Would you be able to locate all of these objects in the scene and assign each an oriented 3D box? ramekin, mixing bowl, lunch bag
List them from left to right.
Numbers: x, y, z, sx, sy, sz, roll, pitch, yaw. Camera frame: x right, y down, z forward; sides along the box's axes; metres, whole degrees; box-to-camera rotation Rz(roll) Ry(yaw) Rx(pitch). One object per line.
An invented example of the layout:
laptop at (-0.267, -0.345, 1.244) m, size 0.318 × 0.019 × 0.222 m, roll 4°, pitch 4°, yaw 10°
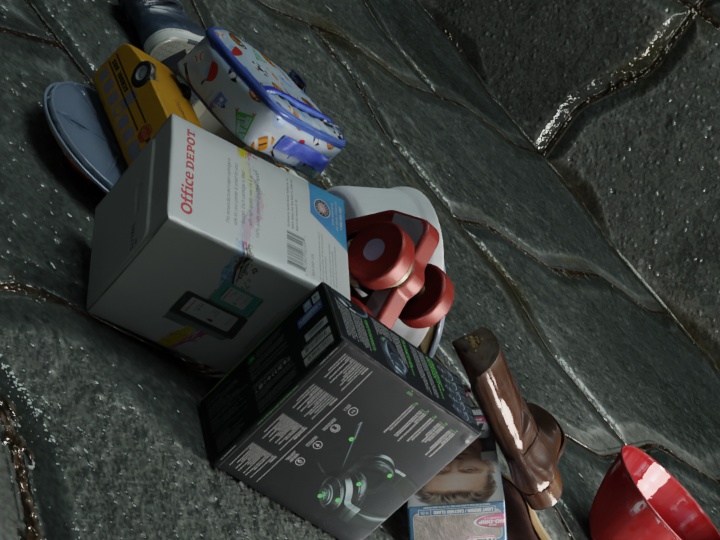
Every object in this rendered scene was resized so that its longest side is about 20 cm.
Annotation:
lunch bag at (-0.101, -0.178, 1.840) m, size 0.160 × 0.076 × 0.200 m, roll 47°, pitch 12°, yaw 24°
ramekin at (0.000, 0.000, 1.876) m, size 0.097 × 0.201 × 0.201 m, roll 8°, pitch 34°, yaw -28°
mixing bowl at (0.361, 0.331, 2.135) m, size 0.200 × 0.108 × 0.200 m, roll 42°, pitch 16°, yaw -15°

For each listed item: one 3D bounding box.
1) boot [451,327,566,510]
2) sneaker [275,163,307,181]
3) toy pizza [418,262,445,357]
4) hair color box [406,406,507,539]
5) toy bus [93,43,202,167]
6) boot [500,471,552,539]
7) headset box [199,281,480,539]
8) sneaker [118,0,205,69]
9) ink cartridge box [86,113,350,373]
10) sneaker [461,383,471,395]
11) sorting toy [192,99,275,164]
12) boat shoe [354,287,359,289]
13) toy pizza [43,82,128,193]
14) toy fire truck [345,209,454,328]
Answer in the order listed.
boot at (0.152, 0.126, 1.774) m, size 0.200 × 0.064 × 0.187 m, roll 60°, pitch 9°, yaw -24°
sneaker at (-0.084, -0.073, 2.074) m, size 0.085 × 0.073 × 0.200 m, roll 37°, pitch 7°, yaw -33°
toy pizza at (0.038, 0.031, 1.937) m, size 0.032 × 0.201 × 0.201 m, roll 3°, pitch 38°, yaw -28°
hair color box at (0.096, 0.215, 1.755) m, size 0.200 × 0.099 × 0.061 m, roll -92°, pitch 178°, yaw -66°
toy bus at (-0.213, -0.152, 1.757) m, size 0.065 × 0.078 × 0.200 m, roll 30°, pitch 25°, yaw -45°
boot at (0.126, 0.274, 1.762) m, size 0.200 × 0.073 × 0.166 m, roll 42°, pitch 22°, yaw 27°
headset box at (-0.014, 0.138, 1.549) m, size 0.200 × 0.174 × 0.093 m, roll 35°, pitch 20°, yaw -31°
sneaker at (-0.241, -0.330, 2.277) m, size 0.202 × 0.077 × 0.146 m, roll 16°, pitch 36°, yaw -57°
ink cartridge box at (-0.133, -0.016, 1.578) m, size 0.199 × 0.146 × 0.147 m, roll 26°, pitch 37°, yaw -26°
sneaker at (0.034, 0.130, 1.764) m, size 0.086 × 0.080 × 0.200 m, roll 42°, pitch -23°, yaw -18°
sorting toy at (-0.133, -0.093, 1.964) m, size 0.180 × 0.107 × 0.200 m, roll 50°, pitch 4°, yaw -29°
boat shoe at (-0.067, -0.040, 1.782) m, size 0.199 × 0.062 × 0.072 m, roll 22°, pitch -15°, yaw 12°
toy pizza at (-0.260, -0.117, 1.777) m, size 0.200 × 0.032 × 0.200 m, roll 42°, pitch 19°, yaw -18°
toy fire truck at (-0.015, 0.026, 1.665) m, size 0.167 × 0.201 × 0.112 m, roll 18°, pitch -16°, yaw 39°
